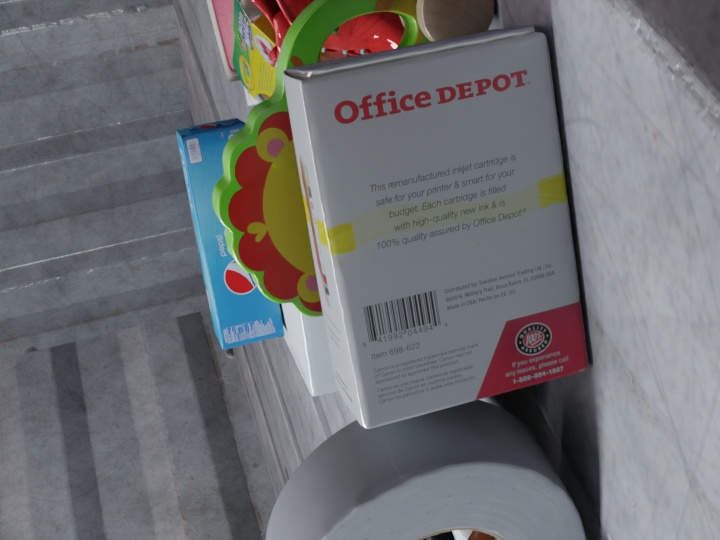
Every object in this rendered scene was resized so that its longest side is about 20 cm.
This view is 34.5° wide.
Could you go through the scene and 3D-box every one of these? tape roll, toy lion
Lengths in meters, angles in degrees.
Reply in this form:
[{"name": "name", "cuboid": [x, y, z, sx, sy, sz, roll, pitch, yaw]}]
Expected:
[{"name": "tape roll", "cuboid": [0.042, 0.182, 0.738, 0.066, 0.197, 0.203, -119, 20, -54]}, {"name": "toy lion", "cuboid": [-0.004, -0.077, 0.737, 0.069, 0.188, 0.204, -135, 34, -69]}]

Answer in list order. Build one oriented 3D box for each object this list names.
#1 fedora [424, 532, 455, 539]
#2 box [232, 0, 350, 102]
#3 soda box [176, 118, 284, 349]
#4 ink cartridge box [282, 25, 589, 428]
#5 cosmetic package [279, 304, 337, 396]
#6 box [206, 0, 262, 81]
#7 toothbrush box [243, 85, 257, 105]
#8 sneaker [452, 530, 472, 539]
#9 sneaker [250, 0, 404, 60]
[{"name": "fedora", "cuboid": [0.052, 0.290, 1.007, 0.201, 0.090, 0.205, -12, -90, -85]}, {"name": "box", "cuboid": [-0.021, -0.129, 0.898, 0.199, 0.048, 0.118, 42, 162, 6]}, {"name": "soda box", "cuboid": [-0.122, -0.035, 1.087, 0.068, 0.063, 0.204, -141, 41, -72]}, {"name": "ink cartridge box", "cuboid": [0.043, -0.030, 0.679, 0.083, 0.142, 0.204, -135, 35, -72]}, {"name": "cosmetic package", "cuboid": [-0.027, -0.024, 1.101, 0.200, 0.121, 0.203, -126, 24, -64]}, {"name": "box", "cuboid": [-0.063, -0.251, 1.006, 0.200, 0.126, 0.111, 151, 105, -79]}, {"name": "toothbrush box", "cuboid": [-0.093, -0.283, 1.230, 0.146, 0.084, 0.204, -161, 60, -76]}, {"name": "sneaker", "cuboid": [0.102, 0.201, 0.869, 0.073, 0.070, 0.203, -68, -26, -49]}, {"name": "sneaker", "cuboid": [-0.025, -0.173, 0.816, 0.199, 0.085, 0.077, 35, 163, 1]}]
